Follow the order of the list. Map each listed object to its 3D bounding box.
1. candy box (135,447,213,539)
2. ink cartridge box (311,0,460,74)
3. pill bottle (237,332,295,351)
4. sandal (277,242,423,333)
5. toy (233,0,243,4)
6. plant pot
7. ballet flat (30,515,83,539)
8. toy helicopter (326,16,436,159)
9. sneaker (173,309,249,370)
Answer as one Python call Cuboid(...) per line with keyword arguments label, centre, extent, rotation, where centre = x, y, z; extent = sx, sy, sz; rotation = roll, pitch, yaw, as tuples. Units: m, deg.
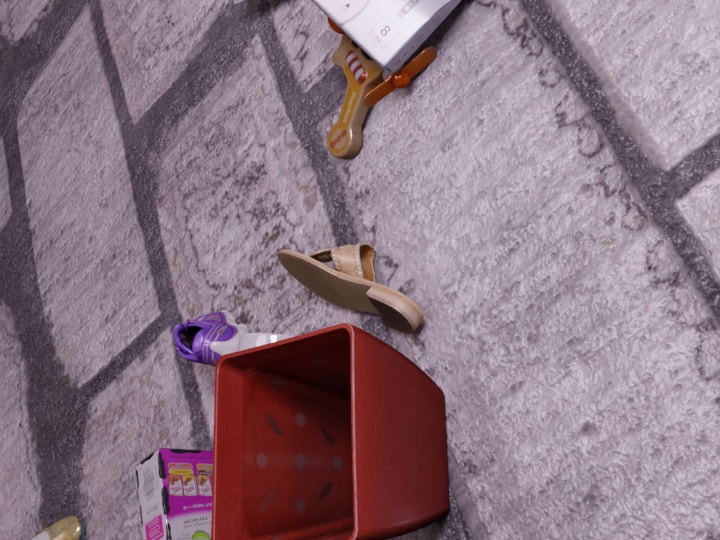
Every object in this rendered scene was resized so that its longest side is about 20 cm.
Cuboid(label="candy box", centre=(-0.178, 0.312, 1.164), extent=(0.061, 0.136, 0.200), rotation=(-40, 52, 38))
Cuboid(label="ink cartridge box", centre=(0.043, -0.350, 1.136), extent=(0.163, 0.057, 0.200), rotation=(46, 103, 11))
Cuboid(label="pill bottle", centre=(-0.105, 0.177, 1.154), extent=(0.109, 0.110, 0.200), rotation=(-8, 73, 43))
Cuboid(label="sandal", centre=(0.002, 0.004, 1.149), extent=(0.212, 0.078, 0.070), rotation=(24, 64, 39))
Cuboid(label="toy", centre=(-0.083, -0.432, 1.368), extent=(0.200, 0.047, 0.115), rotation=(-12, 66, 39))
Cuboid(label="plant pot", centre=(-0.019, 0.182, 1.018), extent=(0.200, 0.176, 0.200), rotation=(-17, 66, 40))
Cuboid(label="ballet flat", centre=(-0.483, 0.432, 1.484), extent=(0.200, 0.071, 0.071), rotation=(-46, 50, 24))
Cuboid(label="toy helicopter", centre=(0.011, -0.225, 1.207), extent=(0.132, 0.079, 0.200), rotation=(31, 111, 36))
Cuboid(label="sneaker", centre=(-0.201, 0.082, 1.275), extent=(0.200, 0.083, 0.081), rotation=(-3, 72, 68))
